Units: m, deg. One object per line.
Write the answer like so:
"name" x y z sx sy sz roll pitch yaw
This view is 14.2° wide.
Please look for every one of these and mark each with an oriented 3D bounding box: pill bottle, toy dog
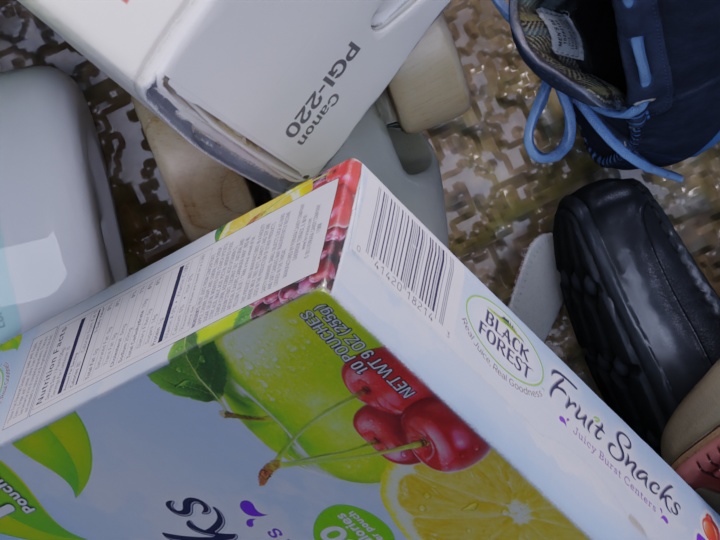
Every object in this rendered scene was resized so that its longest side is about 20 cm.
"pill bottle" -0.168 0.012 0.833 0.199 0.111 0.112 -11 95 -1
"toy dog" 0.000 0.000 0.861 0.131 0.096 0.201 -3 109 -4

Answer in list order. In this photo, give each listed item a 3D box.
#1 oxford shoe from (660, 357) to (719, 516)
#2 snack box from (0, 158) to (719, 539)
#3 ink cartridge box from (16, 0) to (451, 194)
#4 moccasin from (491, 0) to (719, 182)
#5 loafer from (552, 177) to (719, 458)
"oxford shoe" 0.149 -0.012 0.776 0.200 0.070 0.075 -43 56 19
"snack box" 0.006 0.074 0.775 0.142 0.053 0.200 -26 124 34
"ink cartridge box" -0.056 -0.137 0.787 0.200 0.085 0.146 39 94 32
"moccasin" 0.069 -0.080 0.792 0.068 0.200 0.081 -20 69 -10
"loafer" 0.125 0.054 0.869 0.070 0.068 0.201 -32 100 -7
